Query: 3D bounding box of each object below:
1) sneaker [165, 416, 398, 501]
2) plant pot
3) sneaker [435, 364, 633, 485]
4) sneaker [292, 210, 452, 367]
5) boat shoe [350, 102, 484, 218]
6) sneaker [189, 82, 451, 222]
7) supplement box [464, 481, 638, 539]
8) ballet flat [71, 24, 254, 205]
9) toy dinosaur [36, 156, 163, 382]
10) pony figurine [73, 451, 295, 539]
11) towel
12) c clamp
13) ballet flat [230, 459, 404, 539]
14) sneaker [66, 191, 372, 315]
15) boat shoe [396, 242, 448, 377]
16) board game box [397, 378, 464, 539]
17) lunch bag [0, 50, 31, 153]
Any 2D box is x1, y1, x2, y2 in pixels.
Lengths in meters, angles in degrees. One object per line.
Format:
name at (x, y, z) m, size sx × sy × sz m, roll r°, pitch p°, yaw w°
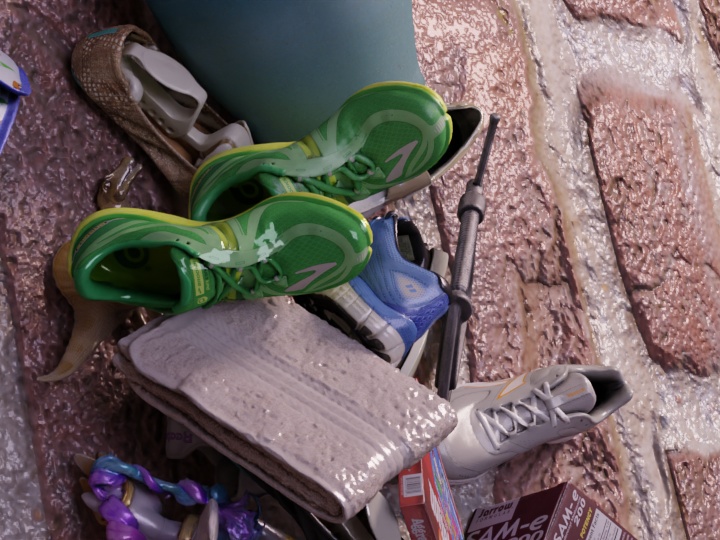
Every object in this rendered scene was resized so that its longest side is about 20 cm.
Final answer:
sneaker at (-0.052, 0.125, 1.343) m, size 0.200 × 0.075 × 0.100 m, roll 24°, pitch 73°, yaw -27°
plant pot at (-0.049, -0.188, 1.390) m, size 0.200 × 0.200 × 0.188 m, roll -43°, pitch 117°, yaw -41°
sneaker at (0.128, 0.106, 1.472) m, size 0.200 × 0.092 × 0.076 m, roll -18°, pitch 84°, yaw -42°
sneaker at (0.000, 0.000, 1.341) m, size 0.089 × 0.200 × 0.079 m, roll -34°, pitch 127°, yaw -14°
boat shoe at (0.018, -0.087, 1.475) m, size 0.200 × 0.068 × 0.075 m, roll -35°, pitch 96°, yaw -42°
sneaker at (-0.027, -0.062, 1.293) m, size 0.074 × 0.200 × 0.084 m, roll 58°, pitch 23°, yaw -24°
supplement box at (0.180, 0.248, 1.447) m, size 0.200 × 0.109 × 0.061 m, roll 41°, pitch 52°, yaw -19°
ballet flat at (-0.121, -0.099, 1.367) m, size 0.200 × 0.065 × 0.071 m, roll 42°, pitch 49°, yaw -20°
toy dinosaur at (-0.165, 0.019, 1.303) m, size 0.101 × 0.058 × 0.200 m, roll 22°, pitch 51°, yaw -14°
pony figurine at (-0.104, 0.209, 1.221) m, size 0.200 × 0.167 × 0.193 m, roll 34°, pitch 22°, yaw -21°
towel at (-0.048, 0.075, 1.225) m, size 0.200 × 0.034 × 0.133 m, roll 31°, pitch 41°, yaw 23°
c clamp at (0.073, 0.006, 1.431) m, size 0.027 × 0.171 × 0.200 m, roll 9°, pitch 42°, yaw 3°
ballet flat at (-0.026, 0.134, 1.256) m, size 0.200 × 0.068 × 0.068 m, roll 52°, pitch 41°, yaw -4°
sneaker at (-0.090, -0.001, 1.229) m, size 0.084 × 0.200 × 0.074 m, roll -85°, pitch 169°, yaw -61°
boat shoe at (0.017, 0.037, 1.397) m, size 0.061 × 0.072 × 0.201 m, roll 25°, pitch 29°, yaw -4°
board game box at (0.052, 0.175, 1.333) m, size 0.200 × 0.019 × 0.103 m, roll 72°, pitch 13°, yaw -49°
lunch bag at (-0.305, -0.112, 1.187) m, size 0.170 × 0.124 × 0.200 m, roll 38°, pitch 38°, yaw -22°
